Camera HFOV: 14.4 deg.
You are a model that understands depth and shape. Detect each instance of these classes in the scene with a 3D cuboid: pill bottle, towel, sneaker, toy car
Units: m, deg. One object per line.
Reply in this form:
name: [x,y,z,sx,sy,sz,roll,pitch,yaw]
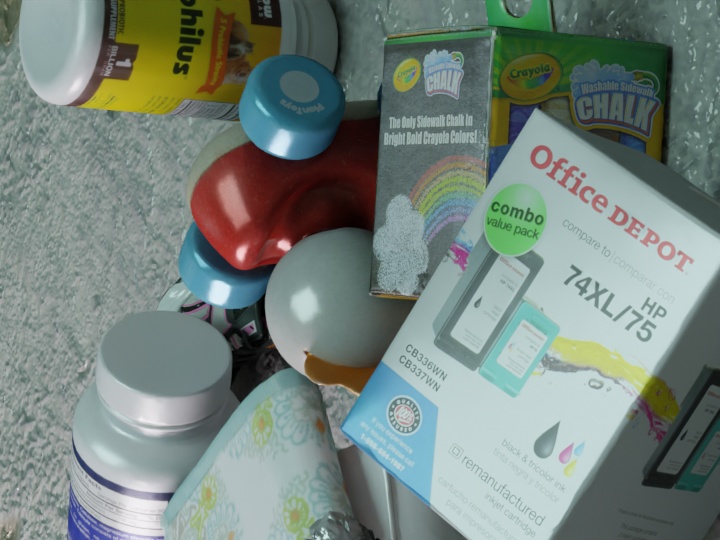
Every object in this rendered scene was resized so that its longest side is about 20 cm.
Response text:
pill bottle: [-0.119,-0.157,1.900,0.109,0.200,0.110,-8,81,58]
towel: [-0.058,0.182,1.791,0.200,0.048,0.172,-54,46,46]
sneaker: [-0.080,0.028,1.945,0.086,0.080,0.200,53,137,32]
toy car: [0.000,0.000,1.722,0.200,0.176,0.185,69,150,31]
pill bottle: [-0.138,0.132,1.940,0.120,0.119,0.200,-124,32,-44]

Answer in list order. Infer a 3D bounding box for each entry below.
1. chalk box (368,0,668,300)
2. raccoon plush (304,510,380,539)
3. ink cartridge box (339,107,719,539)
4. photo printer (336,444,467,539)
chalk box: [0.092,-0.079,1.631,0.124,0.124,0.201,5,91,59]
raccoon plush: [0.058,0.224,1.617,0.134,0.200,0.097,-5,51,57]
ink cartridge box: [0.123,0.047,1.470,0.147,0.146,0.200,37,101,35]
photo printer: [0.008,0.213,1.787,0.166,0.069,0.201,-27,65,55]
